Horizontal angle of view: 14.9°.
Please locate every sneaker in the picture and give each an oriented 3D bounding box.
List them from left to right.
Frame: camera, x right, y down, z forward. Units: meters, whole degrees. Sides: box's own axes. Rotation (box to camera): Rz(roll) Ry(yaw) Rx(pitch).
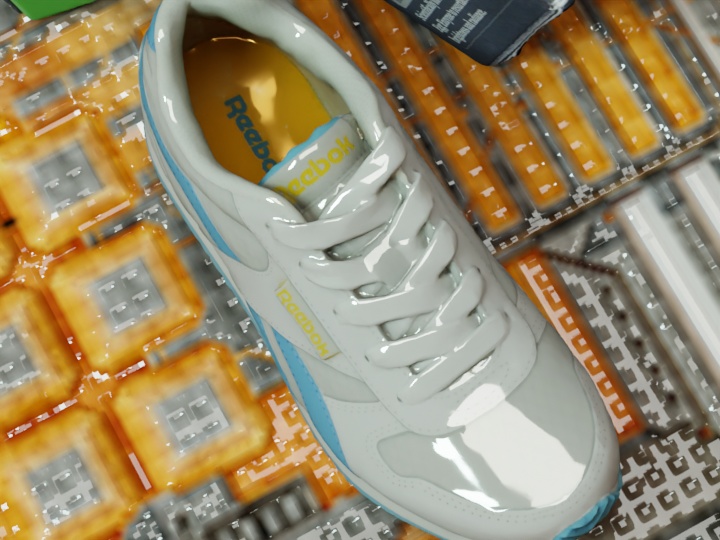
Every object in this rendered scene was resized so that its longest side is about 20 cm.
[{"bbox_3d":[0.000,0.000,0.803,0.076,0.081,0.200,-38,74,-11],"label":"sneaker"}]

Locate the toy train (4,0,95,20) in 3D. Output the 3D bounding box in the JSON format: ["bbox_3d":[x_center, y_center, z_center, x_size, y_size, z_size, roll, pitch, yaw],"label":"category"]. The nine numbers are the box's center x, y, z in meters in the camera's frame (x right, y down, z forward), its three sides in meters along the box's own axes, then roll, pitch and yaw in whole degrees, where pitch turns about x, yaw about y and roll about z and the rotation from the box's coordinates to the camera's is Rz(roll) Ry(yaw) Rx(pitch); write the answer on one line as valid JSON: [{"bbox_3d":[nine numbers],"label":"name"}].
[{"bbox_3d":[-0.110,-0.174,0.893,0.056,0.042,0.201,-17,70,9],"label":"toy train"}]

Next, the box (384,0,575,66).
[{"bbox_3d":[0.019,-0.201,0.818,0.200,0.117,0.197,34,82,-3],"label":"box"}]
